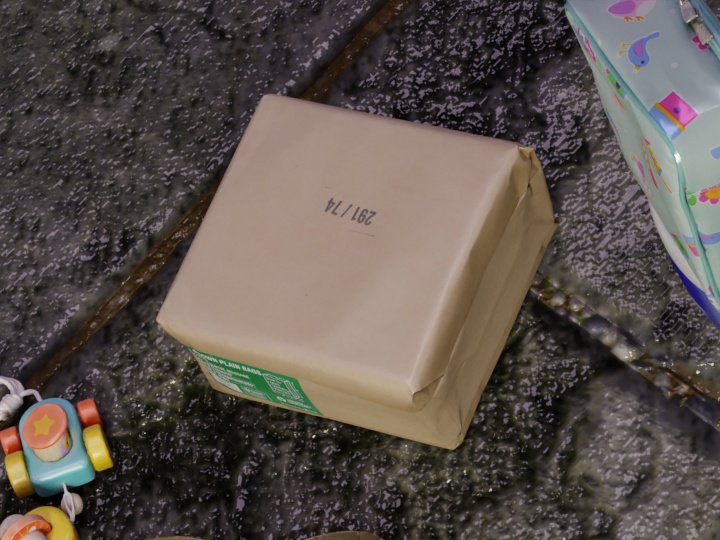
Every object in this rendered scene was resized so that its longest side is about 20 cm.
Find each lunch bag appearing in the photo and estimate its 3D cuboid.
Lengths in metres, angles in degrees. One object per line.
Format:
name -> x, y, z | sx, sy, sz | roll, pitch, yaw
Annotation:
lunch bag -> 0.190, -0.081, 1.347 | 0.077, 0.200, 0.161 | -27, 52, 2

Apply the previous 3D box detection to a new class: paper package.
paper package -> 0.000, 0.000, 1.533 | 0.199, 0.104, 0.192 | 14, 66, 27

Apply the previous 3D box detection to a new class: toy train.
toy train -> -0.249, 0.148, 1.554 | 0.149, 0.056, 0.201 | 14, 60, 19

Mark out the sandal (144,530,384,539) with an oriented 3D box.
sandal -> -0.070, 0.206, 1.472 | 0.198, 0.054, 0.081 | -6, 63, 1

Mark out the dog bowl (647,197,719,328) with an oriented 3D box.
dog bowl -> 0.281, -0.050, 1.464 | 0.198, 0.079, 0.202 | -10, 57, 16
